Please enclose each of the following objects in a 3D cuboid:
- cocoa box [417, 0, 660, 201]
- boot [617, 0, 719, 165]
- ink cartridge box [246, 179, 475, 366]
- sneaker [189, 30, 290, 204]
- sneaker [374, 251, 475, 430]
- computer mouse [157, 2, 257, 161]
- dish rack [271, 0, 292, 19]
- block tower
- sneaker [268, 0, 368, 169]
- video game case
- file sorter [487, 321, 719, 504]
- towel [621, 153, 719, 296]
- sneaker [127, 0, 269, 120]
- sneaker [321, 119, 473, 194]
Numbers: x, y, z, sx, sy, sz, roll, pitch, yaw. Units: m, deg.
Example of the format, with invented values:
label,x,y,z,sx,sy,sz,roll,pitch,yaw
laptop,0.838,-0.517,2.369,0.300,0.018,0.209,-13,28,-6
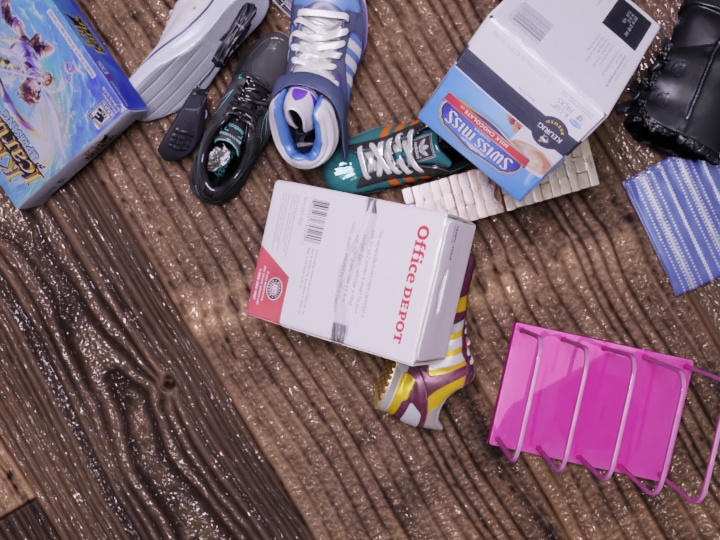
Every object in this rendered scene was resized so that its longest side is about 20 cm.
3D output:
label,x,y,z,sx,sy,sz,roll,pitch,yaw
cocoa box,0.173,-0.191,0.739,0.133,0.131,0.200,40,49,-1
boot,0.388,-0.187,0.804,0.198,0.073,0.163,26,87,9
ink cartridge box,0.000,0.000,0.780,0.200,0.083,0.147,15,93,28
sneaker,-0.117,-0.159,0.814,0.075,0.079,0.200,24,92,-10
sneaker,0.091,0.074,0.831,0.090,0.075,0.200,24,99,-8
computer mouse,-0.154,-0.187,0.797,0.034,0.059,0.200,30,125,-17
dish rack,-0.022,-0.356,0.822,0.200,0.055,0.153,-43,89,4
block tower,0.147,-0.088,0.828,0.200,0.058,0.054,-15,92,3
sneaker,-0.041,-0.198,0.751,0.080,0.147,0.200,9,117,1
video game case,-0.349,-0.197,0.809,0.181,0.045,0.200,-34,91,22
file sorter,0.253,0.147,0.799,0.200,0.125,0.139,12,92,1
towel,0.405,-0.080,0.843,0.200,0.024,0.145,-27,93,4
sneaker,-0.184,-0.244,0.828,0.200,0.073,0.071,-40,59,8
sneaker,0.054,-0.128,0.813,0.200,0.080,0.071,-15,93,1
